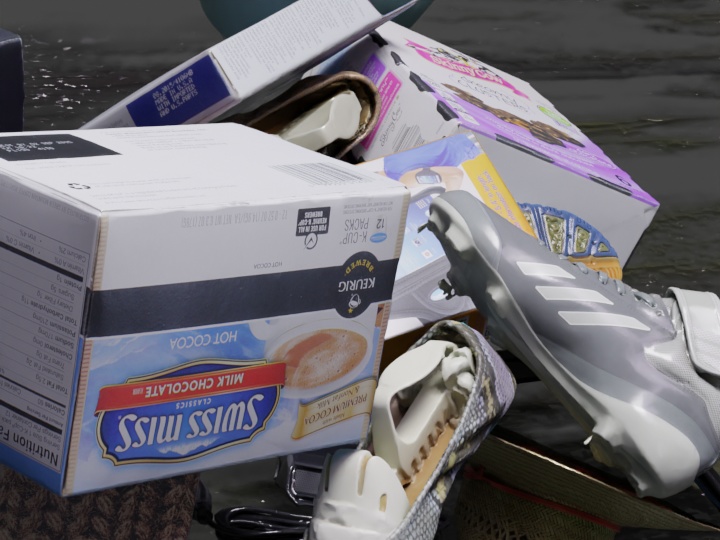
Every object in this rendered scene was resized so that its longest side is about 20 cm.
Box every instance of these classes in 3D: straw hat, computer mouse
[{"bbox_3d":[0.094,0.141,1.326,0.200,0.086,0.201,23,0,0],"label":"straw hat"},{"bbox_3d":[-0.038,0.118,1.321,0.139,0.046,0.200,-1,23,-12],"label":"computer mouse"}]

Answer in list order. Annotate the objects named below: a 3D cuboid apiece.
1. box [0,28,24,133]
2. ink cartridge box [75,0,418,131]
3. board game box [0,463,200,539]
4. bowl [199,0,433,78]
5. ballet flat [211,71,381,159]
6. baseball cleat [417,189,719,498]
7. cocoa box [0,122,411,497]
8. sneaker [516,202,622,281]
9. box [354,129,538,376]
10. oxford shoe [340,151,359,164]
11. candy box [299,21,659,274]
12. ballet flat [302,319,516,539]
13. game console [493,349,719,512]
[{"bbox_3d":[-0.316,-0.078,1.281,0.199,0.118,0.196,23,31,35],"label":"box"},{"bbox_3d":[-0.088,-0.116,1.498,0.200,0.196,0.044,-36,97,-49],"label":"ink cartridge box"},{"bbox_3d":[-0.185,0.097,1.191,0.158,0.098,0.200,5,18,-21],"label":"board game box"},{"bbox_3d":[-0.038,-0.211,1.716,0.199,0.106,0.202,14,36,-11],"label":"bowl"},{"bbox_3d":[-0.052,-0.070,1.435,0.067,0.068,0.200,-11,24,40],"label":"ballet flat"},{"bbox_3d":[0.123,0.023,1.260,0.106,0.070,0.200,-36,80,-14],"label":"baseball cleat"},{"bbox_3d":[-0.096,0.012,1.121,0.133,0.132,0.199,22,19,40],"label":"cocoa box"},{"bbox_3d":[0.055,0.013,1.437,0.198,0.088,0.076,-5,67,-11],"label":"sneaker"},{"bbox_3d":[0.000,0.000,1.354,0.199,0.042,0.120,-17,57,-21],"label":"box"},{"bbox_3d":[-0.012,-0.036,1.505,0.199,0.073,0.084,25,4,11],"label":"oxford shoe"},{"bbox_3d":[0.072,-0.081,1.559,0.167,0.072,0.200,20,18,-32],"label":"candy box"},{"bbox_3d":[0.012,0.099,1.197,0.072,0.072,0.201,27,54,9],"label":"ballet flat"},{"bbox_3d":[0.126,0.098,1.379,0.174,0.118,0.200,-7,-3,3],"label":"game console"}]
